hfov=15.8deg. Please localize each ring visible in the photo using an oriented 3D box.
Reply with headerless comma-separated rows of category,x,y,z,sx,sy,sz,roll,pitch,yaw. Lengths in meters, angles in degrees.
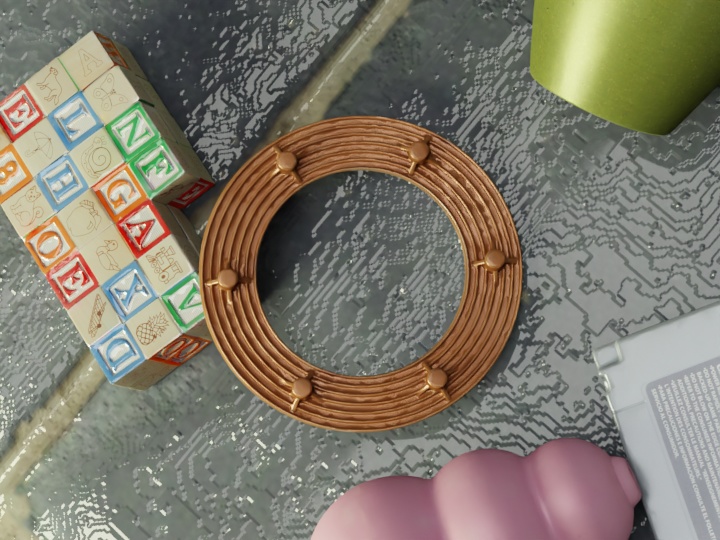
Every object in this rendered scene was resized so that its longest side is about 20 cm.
ring,0.000,0.000,1.594,0.200,0.019,0.201,0,78,0

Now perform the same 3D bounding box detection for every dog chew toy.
dog chew toy,0.071,0.162,1.532,0.200,0.125,0.125,-25,76,7

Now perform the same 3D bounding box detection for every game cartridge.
game cartridge,0.230,0.117,1.528,0.133,0.041,0.200,-22,77,18

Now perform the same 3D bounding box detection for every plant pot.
plant pot,0.182,-0.188,1.522,0.187,0.187,0.200,29,107,19

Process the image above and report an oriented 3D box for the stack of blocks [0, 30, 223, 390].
stack of blocks,-0.154,-0.038,1.657,0.115,0.059,0.200,-36,74,10
